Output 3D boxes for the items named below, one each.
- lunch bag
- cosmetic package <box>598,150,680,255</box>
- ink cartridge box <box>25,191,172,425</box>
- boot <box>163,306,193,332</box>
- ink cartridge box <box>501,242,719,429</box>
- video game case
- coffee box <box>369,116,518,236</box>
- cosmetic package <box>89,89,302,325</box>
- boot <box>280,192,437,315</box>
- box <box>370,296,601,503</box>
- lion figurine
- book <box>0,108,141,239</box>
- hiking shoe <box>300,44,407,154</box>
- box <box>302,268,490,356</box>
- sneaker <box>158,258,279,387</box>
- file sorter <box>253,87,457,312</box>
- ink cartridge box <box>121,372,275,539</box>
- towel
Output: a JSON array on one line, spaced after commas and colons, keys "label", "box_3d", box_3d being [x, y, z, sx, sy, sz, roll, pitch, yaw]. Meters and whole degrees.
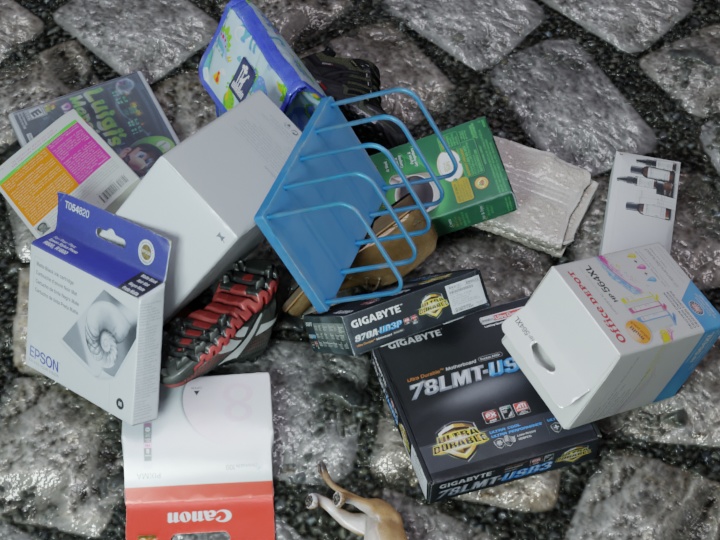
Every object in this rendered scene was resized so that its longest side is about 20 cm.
[{"label": "lunch bag", "box_3d": [-0.106, -0.205, 1.848, 0.127, 0.200, 0.170, -25, 57, -17]}, {"label": "cosmetic package", "box_3d": [0.328, -0.048, 1.826, 0.082, 0.051, 0.201, 9, 53, 7]}, {"label": "ink cartridge box", "box_3d": [-0.283, 0.038, 1.638, 0.199, 0.201, 0.040, 22, 23, 40]}, {"label": "boot", "box_3d": [-0.251, 0.009, 1.763, 0.155, 0.077, 0.200, 27, 55, 17]}, {"label": "ink cartridge box", "box_3d": [0.261, 0.070, 1.643, 0.199, 0.125, 0.129, -12, 54, -39]}, {"label": "video game case", "box_3d": [-0.321, -0.152, 1.918, 0.181, 0.023, 0.200, -21, 55, -16]}, {"label": "coffee box", "box_3d": [0.075, -0.096, 1.833, 0.199, 0.044, 0.123, -20, 56, 4]}, {"label": "cosmetic package", "box_3d": [-0.171, -0.064, 1.691, 0.123, 0.199, 0.200, 45, 40, 0]}, {"label": "boot", "box_3d": [0.000, 0.000, 1.760, 0.200, 0.074, 0.076, -37, 96, 2]}, {"label": "box", "box_3d": [0.133, 0.138, 1.685, 0.199, 0.050, 0.199, -13, 55, -11]}, {"label": "lion figurine", "box_3d": [0.024, 0.280, 1.558, 0.122, 0.073, 0.201, 17, 38, -31]}, {"label": "book", "box_3d": [-0.338, -0.099, 1.790, 0.134, 0.048, 0.200, -44, 43, -2]}, {"label": "hiking shoe", "box_3d": [-0.001, -0.224, 1.942, 0.101, 0.076, 0.200, -40, 61, -23]}, {"label": "box", "box_3d": [0.035, 0.045, 1.671, 0.158, 0.200, 0.046, -19, 93, -13]}, {"label": "sneaker", "box_3d": [-0.152, 0.076, 1.691, 0.071, 0.098, 0.200, 14, 41, 30]}, {"label": "file sorter", "box_3d": [0.003, -0.080, 1.640, 0.122, 0.139, 0.200, -9, 39, 36]}, {"label": "ink cartridge box", "box_3d": [-0.171, 0.205, 1.632, 0.162, 0.057, 0.201, -3, 48, -3]}, {"label": "towel", "box_3d": [0.180, -0.098, 1.873, 0.199, 0.035, 0.133, 19, 54, 14]}]
